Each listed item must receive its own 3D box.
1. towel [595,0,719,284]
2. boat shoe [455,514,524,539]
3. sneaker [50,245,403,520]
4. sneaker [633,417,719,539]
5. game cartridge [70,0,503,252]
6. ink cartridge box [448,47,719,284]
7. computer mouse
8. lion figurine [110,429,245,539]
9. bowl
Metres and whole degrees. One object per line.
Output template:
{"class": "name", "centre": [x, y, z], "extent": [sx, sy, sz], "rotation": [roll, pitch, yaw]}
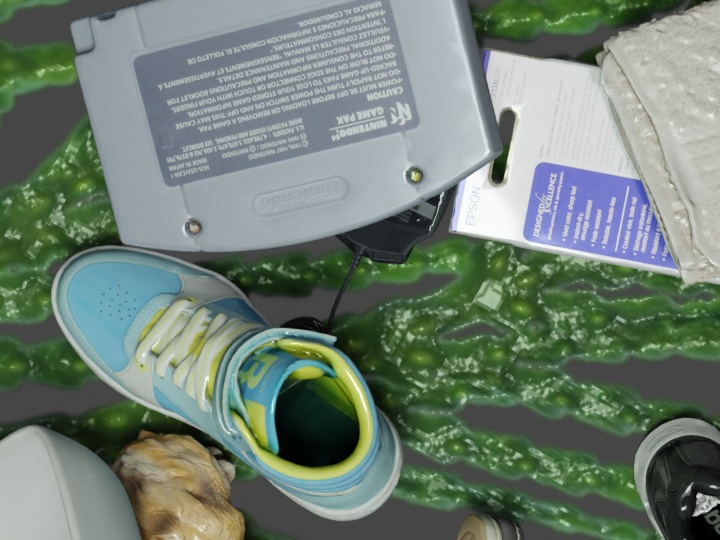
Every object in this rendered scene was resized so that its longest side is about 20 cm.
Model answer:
{"class": "towel", "centre": [0.223, -0.083, 1.328], "extent": [0.199, 0.034, 0.133], "rotation": [-22, 81, -8]}
{"class": "boat shoe", "centre": [0.084, 0.220, 1.388], "extent": [0.064, 0.072, 0.202], "rotation": [-6, 94, -12]}
{"class": "sneaker", "centre": [-0.066, 0.040, 1.310], "extent": [0.199, 0.131, 0.080], "rotation": [30, 81, 8]}
{"class": "sneaker", "centre": [0.203, 0.169, 1.366], "extent": [0.066, 0.091, 0.201], "rotation": [-33, 97, 6]}
{"class": "game cartridge", "centre": [-0.035, -0.081, 1.336], "extent": [0.199, 0.041, 0.134], "rotation": [-12, 92, 17]}
{"class": "ink cartridge box", "centre": [0.149, -0.048, 1.363], "extent": [0.198, 0.037, 0.095], "rotation": [10, 98, -4]}
{"class": "computer mouse", "centre": [0.000, 0.000, 1.376], "extent": [0.058, 0.034, 0.201], "rotation": [27, 105, 12]}
{"class": "lion figurine", "centre": [-0.083, 0.185, 1.364], "extent": [0.122, 0.072, 0.202], "rotation": [11, 97, 38]}
{"class": "bowl", "centre": [-0.163, 0.198, 1.321], "extent": [0.074, 0.201, 0.199], "rotation": [17, 138, -38]}
